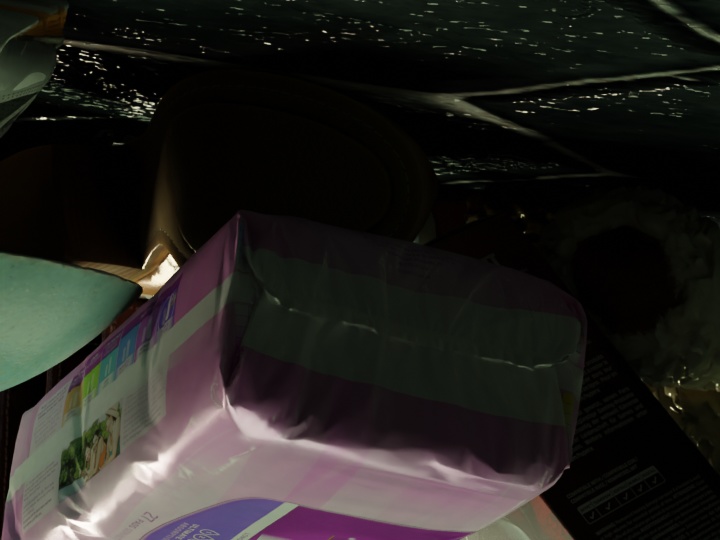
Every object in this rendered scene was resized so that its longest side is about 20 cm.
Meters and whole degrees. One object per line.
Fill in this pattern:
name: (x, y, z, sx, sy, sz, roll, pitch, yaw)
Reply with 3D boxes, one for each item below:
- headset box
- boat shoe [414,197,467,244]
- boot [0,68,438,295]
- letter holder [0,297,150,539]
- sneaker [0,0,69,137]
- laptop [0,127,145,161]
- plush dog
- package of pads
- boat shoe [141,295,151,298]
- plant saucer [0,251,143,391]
headset box: (0.046, 0.091, 0.887, 0.077, 0.200, 0.149, -23, 157, -40)
boat shoe: (0.000, 0.000, 1.106, 0.062, 0.072, 0.200, 7, 172, -30)
boot: (-0.018, -0.027, 0.865, 0.199, 0.074, 0.154, 0, 180, 41)
letter holder: (-0.045, 0.096, 1.031, 0.199, 0.143, 0.100, 8, 169, -33)
sneaker: (-0.139, -0.044, 0.729, 0.078, 0.078, 0.200, 10, 173, -20)
laptop: (-0.139, -0.005, 1.029, 0.199, 0.104, 0.177, 12, 174, -44)
plush dog: (0.116, 0.044, 0.977, 0.160, 0.201, 0.171, -21, -159, -35)
package of pads: (-0.026, 0.055, 0.785, 0.120, 0.076, 0.200, 16, 151, -21)
boat shoe: (-0.117, 0.007, 1.345, 0.070, 0.071, 0.200, 1, 167, -6)
plant saucer: (-0.169, 0.016, 0.776, 0.199, 0.039, 0.201, 4, 173, 1)
